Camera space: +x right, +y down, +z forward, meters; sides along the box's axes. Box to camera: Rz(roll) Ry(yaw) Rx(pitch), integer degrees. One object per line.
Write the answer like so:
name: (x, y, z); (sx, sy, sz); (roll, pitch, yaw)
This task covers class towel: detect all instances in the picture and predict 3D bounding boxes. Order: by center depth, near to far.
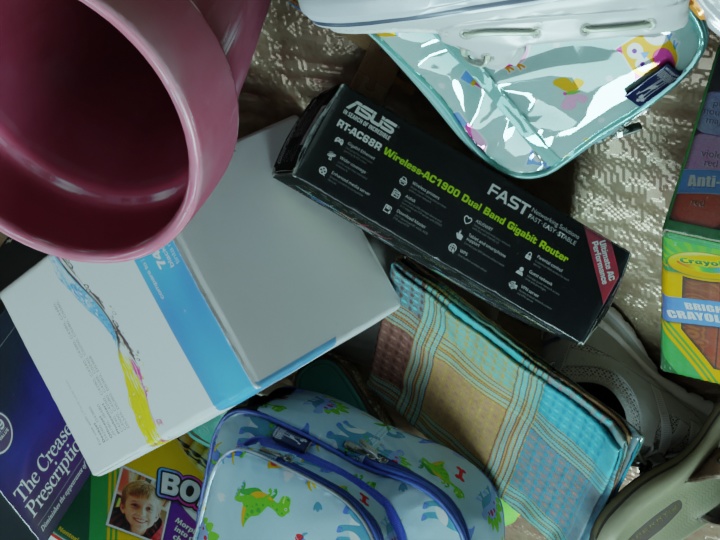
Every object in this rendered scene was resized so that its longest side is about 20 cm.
towel: (0.087, 0.094, 1.134); (0.199, 0.022, 0.147); (37, 144, 22)

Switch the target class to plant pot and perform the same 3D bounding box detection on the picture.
plant pot: (-0.141, -0.134, 0.982); (0.198, 0.180, 0.201); (15, 134, 16)

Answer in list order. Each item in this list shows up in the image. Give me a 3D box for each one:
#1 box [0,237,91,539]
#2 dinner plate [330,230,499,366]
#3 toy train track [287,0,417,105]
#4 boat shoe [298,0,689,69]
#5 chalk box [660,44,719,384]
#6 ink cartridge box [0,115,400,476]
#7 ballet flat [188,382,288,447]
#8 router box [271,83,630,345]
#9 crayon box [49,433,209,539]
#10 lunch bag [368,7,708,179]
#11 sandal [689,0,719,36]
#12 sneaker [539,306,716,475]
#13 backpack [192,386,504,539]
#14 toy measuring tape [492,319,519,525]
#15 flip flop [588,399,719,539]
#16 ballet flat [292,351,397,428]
box: (-0.247, 0.084, 1.271); (0.078, 0.201, 0.142); (-13, 123, 37)
dinner plate: (0.000, 0.000, 1.190); (0.198, 0.024, 0.202); (16, 136, 16)
toy train track: (-0.012, -0.165, 1.038); (0.199, 0.033, 0.115); (32, 140, 1)
boat shoe: (0.067, -0.131, 0.861); (0.198, 0.074, 0.067); (-5, 122, 15)
chalk box: (0.233, -0.030, 0.919); (0.124, 0.125, 0.201); (13, 153, 18)
ink cartridge box: (-0.110, 0.020, 1.144); (0.199, 0.146, 0.147); (-31, 88, 45)
ballet flat: (-0.039, 0.133, 1.306); (0.199, 0.068, 0.071); (27, 123, 1)
router box: (0.049, -0.034, 1.031); (0.199, 0.063, 0.150); (30, 178, -8)
crayon box: (-0.123, 0.197, 1.328); (0.199, 0.173, 0.058); (34, 141, -5)
lunch bag: (0.084, -0.151, 0.935); (0.160, 0.077, 0.200); (-35, 109, 25)
sandal: (0.170, -0.198, 0.871); (0.207, 0.079, 0.059); (46, 138, -14)
sneaker: (0.184, 0.111, 1.146); (0.200, 0.082, 0.075); (42, 137, -11)
backpack: (-0.016, 0.193, 1.147); (0.198, 0.147, 0.185); (18, 105, 15)
toy measuring tape: (0.090, 0.126, 1.219); (0.073, 0.074, 0.201); (18, 135, 13)
flip flop: (0.233, 0.132, 1.088); (0.058, 0.199, 0.081); (49, 174, 49)
ballet flat: (0.018, 0.148, 1.246); (0.070, 0.065, 0.202); (-28, 81, 11)
